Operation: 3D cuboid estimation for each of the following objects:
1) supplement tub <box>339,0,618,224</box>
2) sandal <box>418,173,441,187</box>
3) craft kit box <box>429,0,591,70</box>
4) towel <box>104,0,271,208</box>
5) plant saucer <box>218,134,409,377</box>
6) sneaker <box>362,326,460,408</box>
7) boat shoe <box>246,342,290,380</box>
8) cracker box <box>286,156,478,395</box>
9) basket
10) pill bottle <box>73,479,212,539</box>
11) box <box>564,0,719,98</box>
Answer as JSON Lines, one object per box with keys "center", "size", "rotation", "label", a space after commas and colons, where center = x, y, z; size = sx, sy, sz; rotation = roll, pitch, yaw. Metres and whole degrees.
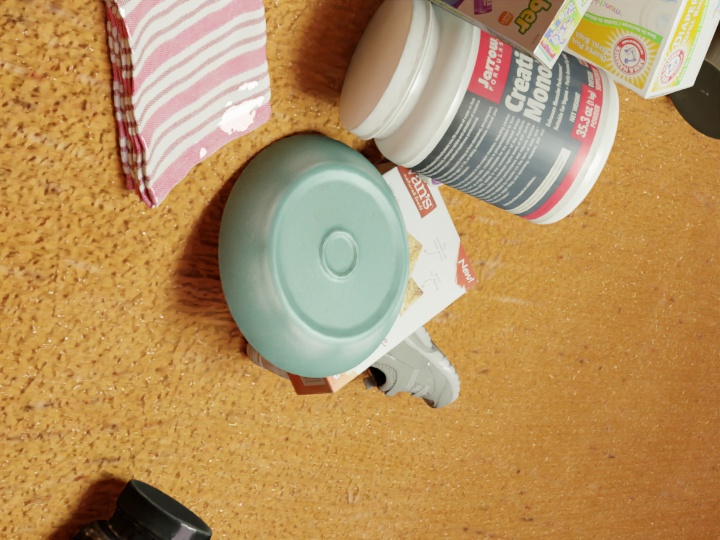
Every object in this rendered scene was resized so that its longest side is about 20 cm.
{"center": [0.097, -0.134, 1.540], "size": [0.199, 0.140, 0.141], "rotation": [22, 103, -19], "label": "supplement tub"}
{"center": [0.136, -0.117, 1.668], "size": [0.202, 0.050, 0.083], "rotation": [-30, 154, -27], "label": "sandal"}
{"center": [0.115, -0.285, 1.442], "size": [0.201, 0.197, 0.048], "rotation": [-59, 154, 2], "label": "craft kit box"}
{"center": [-0.119, -0.155, 1.373], "size": [0.146, 0.030, 0.201], "rotation": [-40, 148, -32], "label": "towel"}
{"center": [-0.026, -0.013, 1.547], "size": [0.199, 0.036, 0.202], "rotation": [3, 85, -40], "label": "plant saucer"}
{"center": [0.036, 0.090, 1.861], "size": [0.082, 0.075, 0.200], "rotation": [-40, 145, -2], "label": "sneaker"}
{"center": [-0.014, 0.029, 1.695], "size": [0.200, 0.068, 0.072], "rotation": [-36, 146, -35], "label": "boat shoe"}
{"center": [0.000, 0.000, 1.629], "size": [0.200, 0.057, 0.135], "rotation": [-36, 108, -36], "label": "cracker box"}
{"center": [0.446, -0.248, 2.107], "size": [0.200, 0.136, 0.181], "rotation": [-39, 153, -26], "label": "basket"}
{"center": [-0.212, 0.283, 1.585], "size": [0.201, 0.111, 0.112], "rotation": [-57, 153, 1], "label": "pill bottle"}
{"center": [0.292, -0.283, 1.830], "size": [0.101, 0.112, 0.201], "rotation": [-18, 135, -50], "label": "box"}
